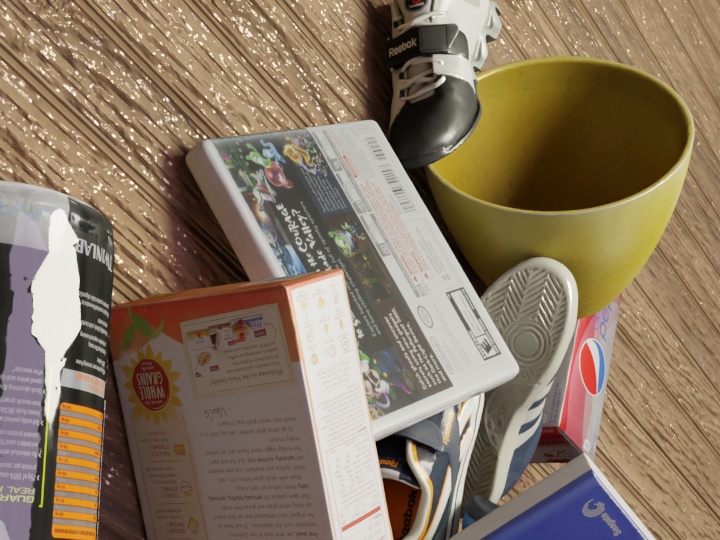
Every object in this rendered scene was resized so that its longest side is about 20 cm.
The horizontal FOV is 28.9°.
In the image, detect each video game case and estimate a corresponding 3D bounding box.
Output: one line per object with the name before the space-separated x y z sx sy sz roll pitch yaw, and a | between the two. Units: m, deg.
video game case | 0.000 0.000 0.876 0.181 0.023 0.201 -14 72 -54

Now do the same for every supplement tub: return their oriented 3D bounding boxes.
supplement tub | -0.173 0.070 0.613 0.122 0.121 0.203 19 68 -52

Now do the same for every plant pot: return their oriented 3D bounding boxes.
plant pot | 0.148 -0.048 1.056 0.201 0.198 0.143 -57 150 -42

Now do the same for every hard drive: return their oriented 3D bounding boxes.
hard drive | 0.093 0.212 0.913 0.132 0.199 0.025 48 13 -38

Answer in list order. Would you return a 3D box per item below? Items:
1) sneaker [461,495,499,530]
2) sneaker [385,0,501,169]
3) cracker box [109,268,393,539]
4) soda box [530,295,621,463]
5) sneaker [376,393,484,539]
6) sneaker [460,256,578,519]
sneaker | 0.103 0.217 0.990 0.079 0.066 0.200 -52 154 -8
sneaker | 0.047 -0.159 1.014 0.089 0.073 0.201 54 34 -35
cracker box | -0.057 0.108 0.759 0.057 0.133 0.203 -15 97 -55
soda box | 0.163 0.053 1.136 0.063 0.069 0.202 43 51 -41
sneaker | 0.033 0.107 0.935 0.079 0.078 0.203 26 64 -54
sneaker | 0.108 0.079 1.010 0.084 0.074 0.202 -18 133 -61
